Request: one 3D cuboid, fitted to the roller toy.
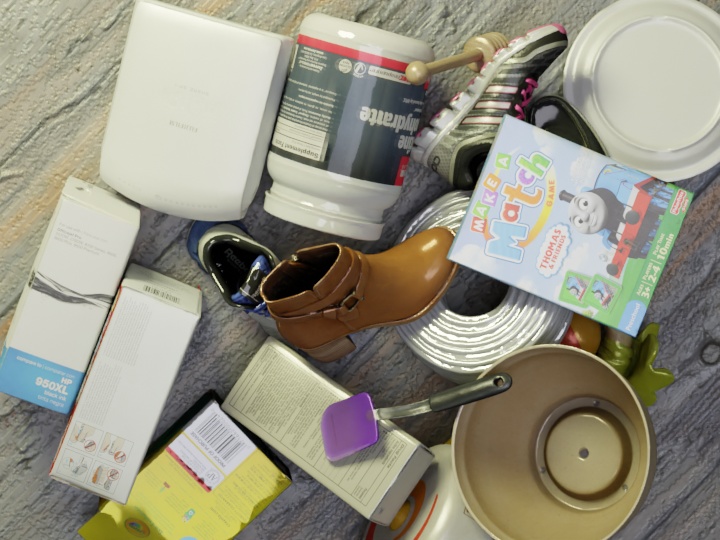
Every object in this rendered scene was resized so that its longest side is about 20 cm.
[{"bbox_3d":[0.088,0.280,1.654,0.139,0.183,0.201,33,96,-17],"label":"roller toy"}]

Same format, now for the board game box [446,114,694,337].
[{"bbox_3d":[0.203,-0.043,1.552,0.198,0.037,0.153,22,93,0],"label":"board game box"}]

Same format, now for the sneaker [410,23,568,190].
[{"bbox_3d":[0.145,-0.158,1.601,0.200,0.074,0.088,-44,77,9],"label":"sneaker"}]

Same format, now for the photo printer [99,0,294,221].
[{"bbox_3d":[-0.167,-0.154,1.588,0.165,0.069,0.202,16,99,4],"label":"photo printer"}]

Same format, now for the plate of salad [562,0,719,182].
[{"bbox_3d":[0.309,-0.189,1.664,0.198,0.048,0.202,0,81,3],"label":"plate of salad"}]

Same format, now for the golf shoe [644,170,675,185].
[{"bbox_3d":[0.240,-0.047,1.685,0.199,0.077,0.089,-32,78,2],"label":"golf shoe"}]

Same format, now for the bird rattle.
[{"bbox_3d":[0.222,0.090,1.687,0.198,0.113,0.164,-20,110,8],"label":"bird rattle"}]

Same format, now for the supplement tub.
[{"bbox_3d":[-0.014,-0.143,1.586,0.139,0.140,0.202,13,99,-10],"label":"supplement tub"}]

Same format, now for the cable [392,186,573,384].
[{"bbox_3d":[0.123,0.015,1.628,0.199,0.069,0.201,-34,67,7],"label":"cable"}]

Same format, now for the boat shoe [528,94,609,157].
[{"bbox_3d":[0.223,-0.088,1.615,0.071,0.068,0.202,-22,82,10],"label":"boat shoe"}]

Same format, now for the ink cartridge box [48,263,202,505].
[{"bbox_3d":[-0.229,0.105,1.590,0.083,0.176,0.202,21,96,-7],"label":"ink cartridge box"}]

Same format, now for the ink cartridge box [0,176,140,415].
[{"bbox_3d":[-0.289,0.021,1.579,0.083,0.145,0.202,20,98,-12],"label":"ink cartridge box"}]

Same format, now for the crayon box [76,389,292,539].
[{"bbox_3d":[-0.186,0.240,1.682,0.200,0.051,0.127,-42,103,1],"label":"crayon box"}]

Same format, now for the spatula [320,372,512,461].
[{"bbox_3d":[0.053,0.133,1.552,0.198,0.021,0.057,-17,67,9],"label":"spatula"}]

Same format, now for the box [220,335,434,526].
[{"bbox_3d":[-0.032,0.163,1.621,0.199,0.078,0.095,36,87,21],"label":"box"}]

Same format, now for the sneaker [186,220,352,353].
[{"bbox_3d":[-0.094,0.025,1.621,0.199,0.115,0.081,38,95,-13],"label":"sneaker"}]

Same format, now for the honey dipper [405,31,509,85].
[{"bbox_3d":[0.096,-0.204,1.568,0.038,0.200,0.038,8,108,25],"label":"honey dipper"}]

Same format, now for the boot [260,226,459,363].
[{"bbox_3d":[0.000,0.000,1.551,0.199,0.155,0.077,-31,59,4],"label":"boot"}]

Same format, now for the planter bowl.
[{"bbox_3d":[0.205,0.180,1.573,0.198,0.134,0.203,-4,80,25],"label":"planter bowl"}]
